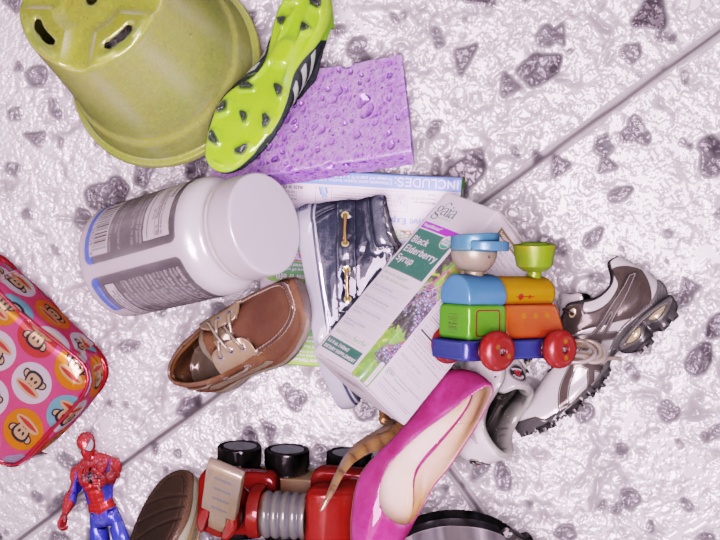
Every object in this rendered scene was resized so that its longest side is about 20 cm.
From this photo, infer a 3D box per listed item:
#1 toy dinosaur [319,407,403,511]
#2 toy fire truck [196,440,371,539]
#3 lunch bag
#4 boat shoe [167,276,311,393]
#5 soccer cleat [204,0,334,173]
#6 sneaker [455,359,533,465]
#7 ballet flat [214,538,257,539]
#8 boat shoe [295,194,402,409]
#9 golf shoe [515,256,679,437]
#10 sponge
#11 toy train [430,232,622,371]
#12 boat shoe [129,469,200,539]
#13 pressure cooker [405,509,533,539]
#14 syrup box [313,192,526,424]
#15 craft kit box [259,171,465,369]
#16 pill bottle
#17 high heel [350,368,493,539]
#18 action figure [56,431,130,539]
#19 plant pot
[{"bbox_3d":[0.038,0.156,1.148,0.106,0.199,0.060,62,142,35],"label":"toy dinosaur"},{"bbox_3d":[-0.079,0.220,1.141,0.175,0.200,0.129,3,97,8],"label":"toy fire truck"},{"bbox_3d":[-0.378,0.100,1.224,0.200,0.082,0.176,44,100,1],"label":"lunch bag"},{"bbox_3d":[-0.119,0.070,1.150,0.200,0.072,0.076,-41,64,41],"label":"boat shoe"},{"bbox_3d":[-0.078,-0.172,1.123,0.067,0.081,0.200,25,81,19],"label":"soccer cleat"},{"bbox_3d":[0.134,0.086,1.135,0.074,0.088,0.201,11,82,-34],"label":"sneaker"},{"bbox_3d":[-0.092,0.317,1.220,0.199,0.074,0.075,1,96,8],"label":"ballet flat"},{"bbox_3d":[0.000,0.029,1.133,0.091,0.071,0.201,-10,94,10],"label":"boat shoe"},{"bbox_3d":[0.209,0.073,1.153,0.200,0.078,0.095,-44,86,-1],"label":"golf shoe"},{"bbox_3d":[-0.050,-0.141,1.161,0.199,0.030,0.112,-8,65,9],"label":"sponge"},{"bbox_3d":[0.157,0.026,1.060,0.199,0.085,0.116,0,92,-33],"label":"toy train"},{"bbox_3d":[-0.194,0.305,1.210,0.072,0.076,0.201,-9,53,39],"label":"boat shoe"},{"bbox_3d":[0.092,0.327,1.137,0.175,0.200,0.179,21,120,-16],"label":"pressure cooker"},{"bbox_3d":[0.060,0.032,1.091,0.200,0.079,0.081,-51,127,-10],"label":"syrup box"},{"bbox_3d":[0.000,0.000,1.187,0.199,0.049,0.198,4,94,8],"label":"craft kit box"},{"bbox_3d":[-0.163,-0.025,1.135,0.200,0.114,0.114,-12,95,36],"label":"pill bottle"},{"bbox_3d":[0.057,0.182,1.079,0.067,0.096,0.200,35,74,-25],"label":"high heel"},{"bbox_3d":[-0.269,0.268,1.228,0.065,0.099,0.201,-13,91,9],"label":"action figure"},{"bbox_3d":[-0.212,-0.215,1.096,0.200,0.184,0.201,-3,79,13],"label":"plant pot"}]
